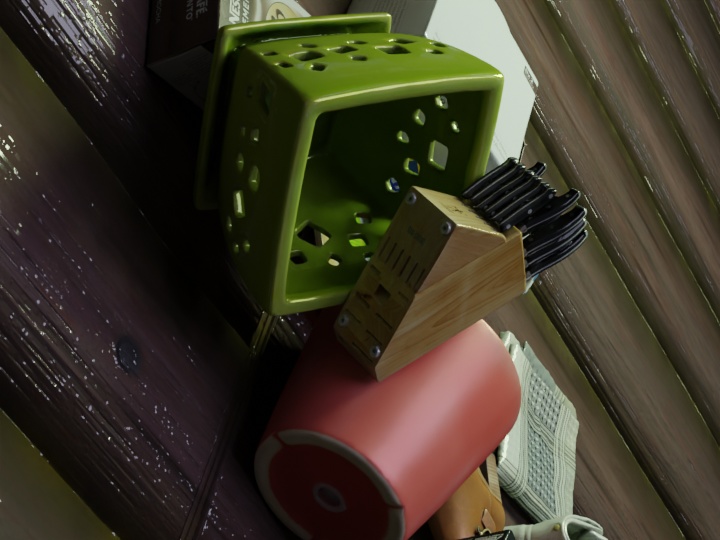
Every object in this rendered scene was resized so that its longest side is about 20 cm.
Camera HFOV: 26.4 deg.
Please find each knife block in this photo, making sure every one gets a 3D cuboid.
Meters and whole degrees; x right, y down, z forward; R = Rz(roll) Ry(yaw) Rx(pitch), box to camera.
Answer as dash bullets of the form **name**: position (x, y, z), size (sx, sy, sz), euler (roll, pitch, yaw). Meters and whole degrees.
- **knife block**: position (0.093, 0.001, 1.260), size (0.175, 0.201, 0.064), euler (13, 23, -45)

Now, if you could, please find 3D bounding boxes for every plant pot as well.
- **plant pot**: position (0.012, 0.134, 1.299), size (0.201, 0.200, 0.178), euler (60, 43, -22)
- **plant pot**: position (-0.024, -0.105, 1.263), size (0.199, 0.181, 0.200), euler (-11, 128, -33)

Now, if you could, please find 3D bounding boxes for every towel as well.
- **towel**: position (0.205, 0.191, 1.751), size (0.193, 0.034, 0.201), euler (48, 37, -38)

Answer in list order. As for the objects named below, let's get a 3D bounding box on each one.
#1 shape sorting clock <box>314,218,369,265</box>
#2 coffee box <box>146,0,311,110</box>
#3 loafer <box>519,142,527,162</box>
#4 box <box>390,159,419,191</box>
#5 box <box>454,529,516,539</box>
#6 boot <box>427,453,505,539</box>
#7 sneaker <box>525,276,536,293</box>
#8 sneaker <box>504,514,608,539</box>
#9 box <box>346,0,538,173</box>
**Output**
- **shape sorting clock**: position (0.000, 0.000, 1.484), size (0.200, 0.039, 0.201), euler (55, 23, -38)
- **coffee box**: position (-0.096, -0.191, 1.372), size (0.200, 0.079, 0.114), euler (36, 47, -49)
- **loafer**: position (0.158, -0.093, 1.778), size (0.073, 0.071, 0.201), euler (41, 42, -44)
- **box**: position (0.069, -0.048, 1.560), size (0.200, 0.064, 0.071), euler (41, 40, -65)
- **box**: position (0.026, 0.298, 1.207), size (0.087, 0.199, 0.164), euler (65, 29, -13)
- **boot**: position (0.082, 0.247, 1.483), size (0.200, 0.076, 0.156), euler (31, 53, -60)
- **sneaker**: position (0.160, -0.032, 1.637), size (0.200, 0.071, 0.073), euler (54, 37, -64)
- **sneaker**: position (0.225, 0.325, 1.635), size (0.200, 0.115, 0.074), euler (45, 38, -43)
- **box**: position (0.080, -0.207, 1.639), size (0.199, 0.130, 0.201), euler (56, 33, -28)
